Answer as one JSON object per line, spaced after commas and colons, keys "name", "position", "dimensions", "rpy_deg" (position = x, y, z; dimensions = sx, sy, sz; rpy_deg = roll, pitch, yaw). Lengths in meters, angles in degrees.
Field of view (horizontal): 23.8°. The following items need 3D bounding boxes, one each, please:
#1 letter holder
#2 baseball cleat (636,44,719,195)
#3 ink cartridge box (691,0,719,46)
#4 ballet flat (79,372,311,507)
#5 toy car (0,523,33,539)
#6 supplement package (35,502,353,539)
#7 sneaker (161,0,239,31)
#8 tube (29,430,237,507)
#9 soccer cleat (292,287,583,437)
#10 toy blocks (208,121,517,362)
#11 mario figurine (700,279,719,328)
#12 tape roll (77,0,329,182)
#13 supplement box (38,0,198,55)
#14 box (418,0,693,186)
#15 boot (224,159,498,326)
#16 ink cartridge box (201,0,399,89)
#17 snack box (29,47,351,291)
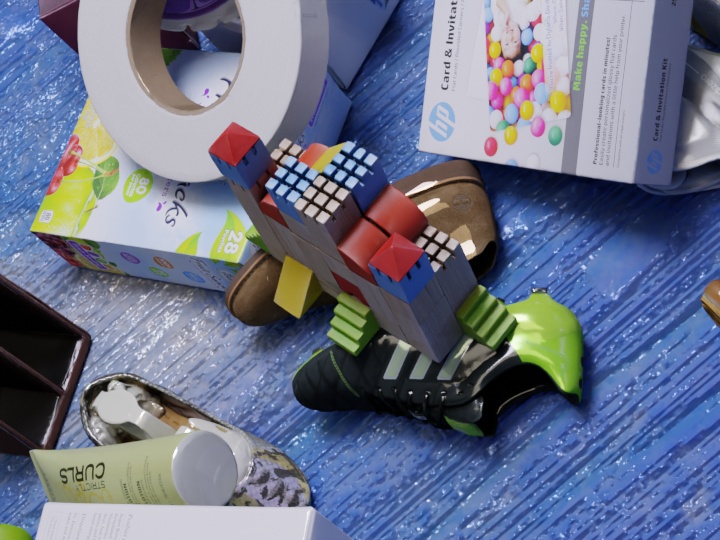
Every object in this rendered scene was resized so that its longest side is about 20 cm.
{"name": "letter holder", "position": [-0.328, 0.057, 1.263], "dimensions": [0.199, 0.142, 0.101], "rpy_deg": [4, 65, 31]}
{"name": "baseball cleat", "position": [0.178, -0.113, 1.120], "dimensions": [0.199, 0.070, 0.107], "rpy_deg": [22, 75, 37]}
{"name": "ink cartridge box", "position": [0.252, -0.235, 1.137], "dimensions": [0.145, 0.083, 0.200], "rpy_deg": [-46, 51, -1]}
{"name": "ballet flat", "position": [-0.122, 0.121, 1.158], "dimensions": [0.199, 0.072, 0.072], "rpy_deg": [22, 76, 36]}
{"name": "toy car", "position": [-0.318, 0.237, 1.119], "dimensions": [0.157, 0.200, 0.165], "rpy_deg": [-18, 56, 20]}
{"name": "supplement package", "position": [-0.098, 0.220, 1.056], "dimensions": [0.199, 0.120, 0.122], "rpy_deg": [-2, 62, 28]}
{"name": "sneaker", "position": [-0.092, -0.236, 1.225], "dimensions": [0.199, 0.083, 0.081], "rpy_deg": [-14, 58, 24]}
{"name": "tube", "position": [-0.157, 0.144, 1.128], "dimensions": [0.199, 0.052, 0.058], "rpy_deg": [-16, 55, 49]}
{"name": "soccer cleat", "position": [0.047, 0.070, 1.095], "dimensions": [0.199, 0.068, 0.082], "rpy_deg": [-14, 59, 19]}
{"name": "toy blocks", "position": [-0.008, -0.028, 1.051], "dimensions": [0.199, 0.137, 0.100], "rpy_deg": [32, 74, 31]}
{"name": "mario figurine", "position": [0.289, -0.031, 0.983], "dimensions": [0.200, 0.123, 0.106], "rpy_deg": [-49, 39, 2]}
{"name": "tape roll", "position": [-0.111, -0.162, 1.182], "dimensions": [0.202, 0.037, 0.205], "rpy_deg": [5, 99, 33]}
{"name": "supplement box", "position": [-0.205, -0.266, 1.395], "dimensions": [0.085, 0.110, 0.201], "rpy_deg": [-23, 55, 17]}
{"name": "box", "position": [0.125, -0.144, 1.115], "dimensions": [0.199, 0.041, 0.157], "rpy_deg": [15, 100, 50]}
{"name": "boot", "position": [0.000, 0.000, 1.160], "dimensions": [0.199, 0.074, 0.076], "rpy_deg": [-25, 61, 12]}
{"name": "ink cartridge box", "position": [-0.032, -0.256, 1.308], "dimensions": [0.146, 0.086, 0.201], "rpy_deg": [22, 78, 36]}
{"name": "snack box", "position": [-0.126, -0.078, 1.273], "dimensions": [0.199, 0.068, 0.170], "rpy_deg": [8, 68, 30]}
